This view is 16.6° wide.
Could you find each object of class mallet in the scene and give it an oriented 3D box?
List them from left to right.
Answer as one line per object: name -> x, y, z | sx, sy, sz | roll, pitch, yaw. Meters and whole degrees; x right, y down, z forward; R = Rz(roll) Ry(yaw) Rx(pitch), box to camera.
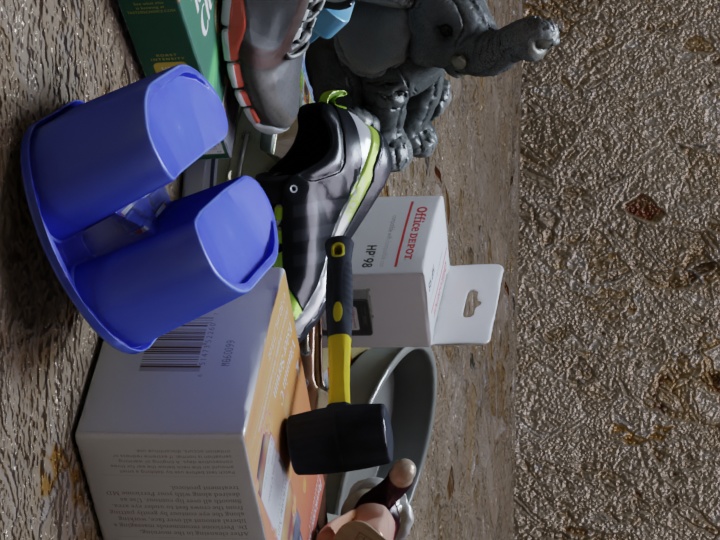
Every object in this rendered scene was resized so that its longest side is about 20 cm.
mallet -> -0.004, 0.050, 1.583 | 0.200, 0.066, 0.041 | -81, 164, -44

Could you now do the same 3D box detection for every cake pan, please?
cake pan -> 0.006, 0.147, 1.933 | 0.200, 0.037, 0.200 | 16, 90, -71

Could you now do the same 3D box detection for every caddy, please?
caddy -> -0.127, -0.034, 1.403 | 0.141, 0.105, 0.200 | 64, 15, -7

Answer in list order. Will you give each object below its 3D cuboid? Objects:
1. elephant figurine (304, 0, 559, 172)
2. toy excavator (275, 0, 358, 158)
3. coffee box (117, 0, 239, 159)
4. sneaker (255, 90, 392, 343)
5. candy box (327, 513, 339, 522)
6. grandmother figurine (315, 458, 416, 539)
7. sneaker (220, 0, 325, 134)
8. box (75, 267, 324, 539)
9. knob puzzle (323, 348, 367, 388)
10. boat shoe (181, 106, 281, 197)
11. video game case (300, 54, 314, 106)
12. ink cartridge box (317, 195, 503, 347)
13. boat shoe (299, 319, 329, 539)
elephant figurine -> 0.047, -0.185, 1.900 | 0.200, 0.155, 0.142 | -55, -163, 43
toy excavator -> -0.060, -0.192, 1.825 | 0.194, 0.200, 0.100 | 39, 35, -19
coffee box -> -0.115, -0.175, 1.629 | 0.200, 0.044, 0.123 | 75, 18, -56
sneaker -> -0.054, -0.033, 1.702 | 0.083, 0.072, 0.200 | 40, 67, -36
candy box -> -0.054, 0.297, 1.843 | 0.136, 0.061, 0.200 | -54, 145, -51
grandmother figurine -> 0.003, 0.180, 1.699 | 0.121, 0.061, 0.200 | -52, 180, 6
sneaker -> -0.049, -0.182, 1.643 | 0.077, 0.082, 0.200 | -76, 163, -59
box -> -0.096, 0.119, 1.556 | 0.152, 0.106, 0.200 | -80, 165, -47
knob puzzle -> -0.054, 0.140, 1.891 | 0.220, 0.030, 0.220 | -50, 151, -41
boat shoe -> -0.087, -0.073, 1.735 | 0.072, 0.062, 0.200 | 43, 48, -76
video game case -> -0.054, -0.157, 2.029 | 0.143, 0.018, 0.200 | 70, 19, -63
ink cartridge box -> 0.000, 0.000, 1.831 | 0.116, 0.200, 0.067 | -75, 161, -57
boat shoe -> -0.040, 0.105, 1.755 | 0.076, 0.072, 0.200 | -7, 86, -86
